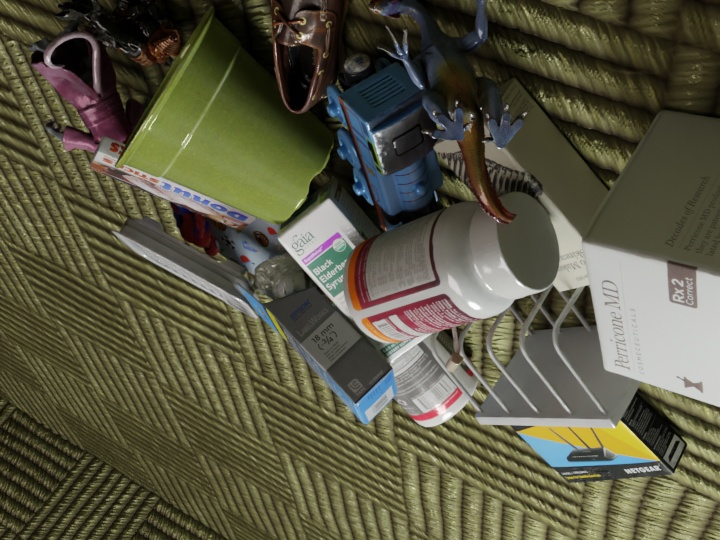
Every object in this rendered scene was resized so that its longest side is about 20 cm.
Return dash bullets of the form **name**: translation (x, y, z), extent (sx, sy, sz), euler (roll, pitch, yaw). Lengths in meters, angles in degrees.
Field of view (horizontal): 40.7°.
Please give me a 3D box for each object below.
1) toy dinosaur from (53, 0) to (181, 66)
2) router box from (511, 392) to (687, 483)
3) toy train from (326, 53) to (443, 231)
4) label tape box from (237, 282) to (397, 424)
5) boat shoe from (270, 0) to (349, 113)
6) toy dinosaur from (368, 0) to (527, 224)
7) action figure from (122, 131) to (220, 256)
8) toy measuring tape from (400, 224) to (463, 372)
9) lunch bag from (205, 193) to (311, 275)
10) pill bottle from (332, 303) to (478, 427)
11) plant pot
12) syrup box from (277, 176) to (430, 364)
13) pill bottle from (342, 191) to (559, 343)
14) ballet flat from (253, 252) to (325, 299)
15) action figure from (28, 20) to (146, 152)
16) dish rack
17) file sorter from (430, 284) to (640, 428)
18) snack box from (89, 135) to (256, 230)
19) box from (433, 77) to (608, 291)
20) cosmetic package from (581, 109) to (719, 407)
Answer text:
- **toy dinosaur**: translation (-0.246, -0.277, 1.080), extent (0.198, 0.103, 0.136), euler (1, 146, 41)
- **router box**: translation (0.281, 0.195, 1.208), extent (0.149, 0.051, 0.200), euler (44, 152, -9)
- **toy train**: translation (0.030, -0.118, 0.964), extent (0.114, 0.086, 0.201), euler (53, 168, 43)
- **label tape box**: translation (-0.047, 0.082, 1.154), extent (0.200, 0.063, 0.144), euler (45, 171, 15)
- **boat shoe**: translation (-0.053, -0.236, 0.934), extent (0.070, 0.071, 0.201), euler (26, 149, 22)
- **toy dinosaur**: translation (0.061, -0.163, 0.829), extent (0.182, 0.104, 0.202), euler (-114, 17, -53)
- **action figure**: translation (-0.230, -0.092, 1.242), extent (0.065, 0.052, 0.201), euler (20, 147, 41)
- **toy measuring tape**: translation (0.067, 0.012, 1.049), extent (0.073, 0.202, 0.074), euler (-3, 151, -2)
- **lunch bag**: translation (-0.124, -0.059, 1.275), extent (0.198, 0.076, 0.161), euler (19, 144, 32)
- **pill bottle**: translation (0.054, 0.099, 1.264), extent (0.200, 0.111, 0.110), euler (48, 150, -18)
- **plant pot**: translation (-0.137, -0.148, 1.062), extent (0.189, 0.202, 0.200), euler (33, 154, -17)
- **syrup box**: translation (0.000, 0.000, 1.109), extent (0.078, 0.082, 0.200), euler (-36, 107, 16)
- **pill bottle**: translation (0.083, -0.002, 0.921), extent (0.199, 0.110, 0.110), euler (-20, 120, 45)
- **ballet flat**: translation (-0.044, 0.007, 1.191), extent (0.198, 0.072, 0.072), euler (-13, 134, 12)
- **action figure**: translation (-0.317, -0.208, 1.204), extent (0.148, 0.133, 0.202), euler (12, 131, 56)
- **dish rack**: translation (-0.217, -0.008, 1.266), extent (0.198, 0.044, 0.172), euler (28, 172, 4)
- **file sorter**: translation (0.195, 0.074, 1.039), extent (0.125, 0.139, 0.199), euler (50, 149, -20)
- **snack box**: translation (-0.220, -0.101, 1.153), extent (0.198, 0.025, 0.072), euler (22, 161, -19)
- **box**: translation (0.168, -0.077, 0.917), extent (0.200, 0.069, 0.082), euler (46, 149, -14)
- **cosmetic package**: translation (0.306, -0.001, 0.769), extent (0.198, 0.165, 0.166), euler (16, 144, 35)
